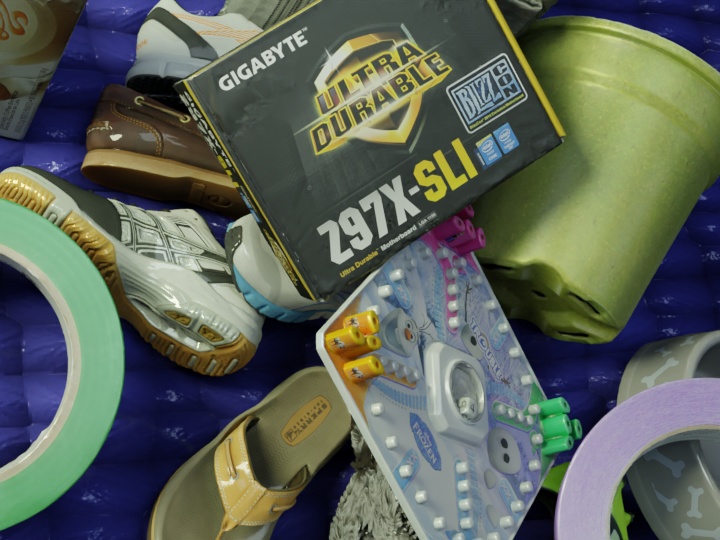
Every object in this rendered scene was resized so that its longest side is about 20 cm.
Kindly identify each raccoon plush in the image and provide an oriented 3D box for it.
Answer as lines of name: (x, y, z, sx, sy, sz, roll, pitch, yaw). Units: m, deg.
raccoon plush: (0.064, 0.156, 0.856, 0.134, 0.097, 0.201, 14, 81, -28)

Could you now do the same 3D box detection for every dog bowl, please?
dog bowl: (0.285, 0.136, 0.980, 0.200, 0.059, 0.201, 19, 57, -33)

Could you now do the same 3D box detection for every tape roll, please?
tape roll: (0.231, 0.176, 0.859, 0.199, 0.066, 0.201, -1, 77, 6)
tape roll: (-0.240, 0.055, 0.751, 0.200, 0.048, 0.201, 2, 85, -17)

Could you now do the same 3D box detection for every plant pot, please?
plant pot: (0.162, -0.054, 0.954, 0.200, 0.200, 0.185, 31, 72, -13)

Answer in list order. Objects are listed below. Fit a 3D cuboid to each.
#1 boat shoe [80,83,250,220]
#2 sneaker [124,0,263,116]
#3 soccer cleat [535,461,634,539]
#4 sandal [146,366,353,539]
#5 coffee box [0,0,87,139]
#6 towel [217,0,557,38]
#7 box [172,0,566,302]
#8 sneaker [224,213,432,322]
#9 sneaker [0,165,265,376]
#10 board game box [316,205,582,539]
boat shoe: (-0.090, -0.075, 0.891, 0.199, 0.070, 0.071, 17, 69, -20)
sneaker: (-0.067, -0.145, 0.928, 0.199, 0.074, 0.080, 12, 65, -23)
soccer cleat: (0.171, 0.235, 0.916, 0.081, 0.068, 0.201, -9, 69, -19)
sandal: (-0.064, 0.132, 0.837, 0.080, 0.054, 0.200, 47, 58, -5)
coffee box: (-0.234, -0.166, 0.776, 0.114, 0.200, 0.080, 13, 65, -22)
towel: (0.017, -0.189, 0.910, 0.192, 0.200, 0.035, 26, 56, -17)
box: (0.009, -0.099, 0.808, 0.200, 0.049, 0.160, -33, 103, -14)
sneaker: (0.000, 0.000, 0.870, 0.200, 0.087, 0.075, 20, 56, -39)
sneaker: (-0.149, -0.013, 0.849, 0.200, 0.076, 0.088, 36, 46, -16)
board game box: (0.068, 0.078, 0.823, 0.200, 0.026, 0.200, 62, 35, -13)
